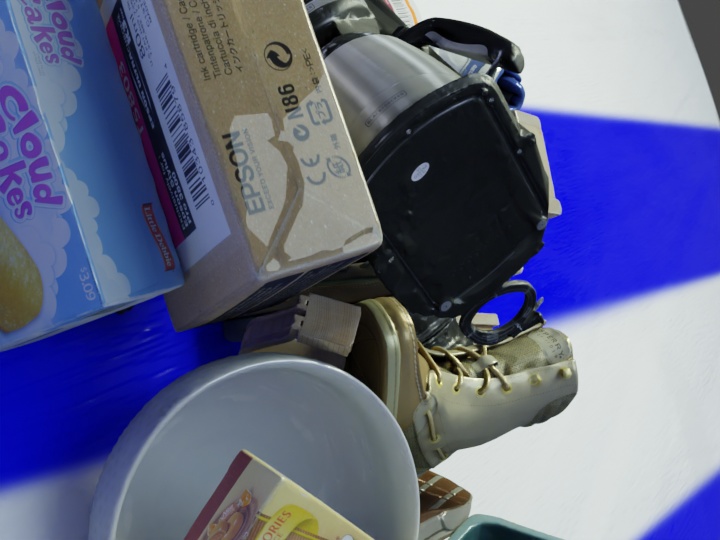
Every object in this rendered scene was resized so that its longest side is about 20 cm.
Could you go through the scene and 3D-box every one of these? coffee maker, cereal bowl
[{"bbox_3d":[0.011,-0.072,0.711,0.200,0.133,0.194,52,-23,45],"label":"coffee maker"},{"bbox_3d":[-0.066,0.142,0.671,0.198,0.083,0.203,-5,100,-31],"label":"cereal bowl"}]

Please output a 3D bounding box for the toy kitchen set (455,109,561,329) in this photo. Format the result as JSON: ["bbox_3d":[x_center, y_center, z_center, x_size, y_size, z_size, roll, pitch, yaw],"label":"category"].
[{"bbox_3d":[0.121,-0.012,0.983,0.199,0.179,0.165,5,71,-51],"label":"toy kitchen set"}]

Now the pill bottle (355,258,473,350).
[{"bbox_3d":[0.010,-0.004,0.873,0.202,0.111,0.112,62,33,-13],"label":"pill bottle"}]

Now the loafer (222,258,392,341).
[{"bbox_3d":[0.000,0.000,0.782,0.072,0.197,0.064,-24,102,-89],"label":"loafer"}]

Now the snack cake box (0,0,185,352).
[{"bbox_3d":[-0.180,-0.067,0.608,0.067,0.114,0.202,-17,88,-58],"label":"snack cake box"}]

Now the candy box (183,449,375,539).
[{"bbox_3d":[-0.017,0.200,0.629,0.200,0.055,0.116,41,76,-30],"label":"candy box"}]

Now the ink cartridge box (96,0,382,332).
[{"bbox_3d":[-0.078,-0.081,0.613,0.074,0.165,0.202,-18,85,-25],"label":"ink cartridge box"}]

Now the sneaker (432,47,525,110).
[{"bbox_3d":[0.091,-0.136,0.943,0.200,0.087,0.076,-9,114,-72],"label":"sneaker"}]

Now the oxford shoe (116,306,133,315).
[{"bbox_3d":[-0.157,-0.072,0.709,0.084,0.073,0.203,9,68,-29],"label":"oxford shoe"}]

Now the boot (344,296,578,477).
[{"bbox_3d":[0.070,0.066,0.781,0.201,0.154,0.073,82,-15,-51],"label":"boot"}]

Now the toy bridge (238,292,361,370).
[{"bbox_3d":[-0.043,0.057,0.735,0.200,0.066,0.028,108,-2,-70],"label":"toy bridge"}]

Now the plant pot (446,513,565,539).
[{"bbox_3d":[0.117,0.322,0.791,0.196,0.194,0.203,-32,126,-49],"label":"plant pot"}]

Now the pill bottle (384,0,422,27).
[{"bbox_3d":[-0.040,-0.165,0.875,0.199,0.113,0.115,-25,95,-58],"label":"pill bottle"}]

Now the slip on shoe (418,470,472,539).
[{"bbox_3d":[0.020,0.192,0.844,0.200,0.075,0.061,-12,124,-66],"label":"slip on shoe"}]
